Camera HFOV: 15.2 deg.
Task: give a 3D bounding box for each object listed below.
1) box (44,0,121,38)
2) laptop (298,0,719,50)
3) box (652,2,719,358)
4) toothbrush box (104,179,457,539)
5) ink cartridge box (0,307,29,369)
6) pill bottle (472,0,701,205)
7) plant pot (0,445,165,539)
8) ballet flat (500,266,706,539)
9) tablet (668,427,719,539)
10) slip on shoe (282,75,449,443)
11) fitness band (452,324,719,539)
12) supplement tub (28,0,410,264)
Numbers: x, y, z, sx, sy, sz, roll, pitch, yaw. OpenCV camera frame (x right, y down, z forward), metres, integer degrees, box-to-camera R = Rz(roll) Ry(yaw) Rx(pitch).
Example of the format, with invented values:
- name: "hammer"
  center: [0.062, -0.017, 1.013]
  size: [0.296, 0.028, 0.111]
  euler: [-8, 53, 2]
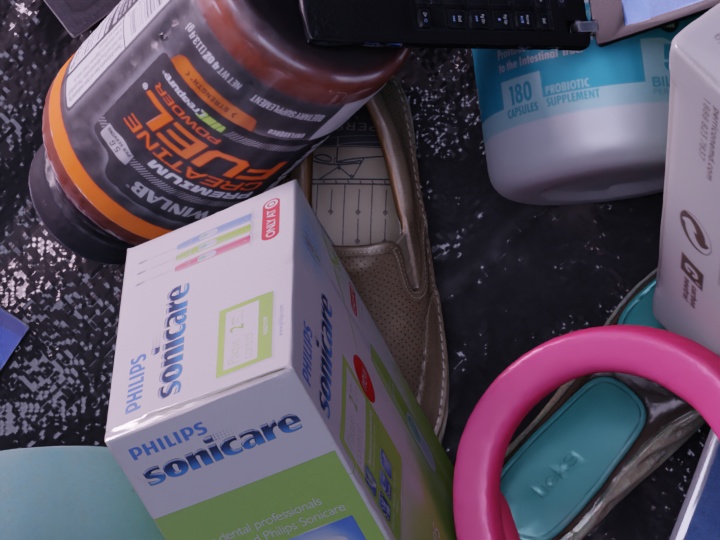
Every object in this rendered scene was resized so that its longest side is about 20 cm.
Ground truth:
- name: "box"
  center: [-0.128, -0.230, 1.222]
  size: [0.158, 0.048, 0.200]
  euler: [-37, 113, 3]
- name: "laptop"
  center: [0.075, -0.188, 1.094]
  size: [0.200, 0.103, 0.177]
  euler: [0, 72, -21]
- name: "box"
  center: [0.241, -0.019, 1.060]
  size: [0.171, 0.199, 0.200]
  euler: [-34, 61, -17]
- name: "toothbrush box"
  center: [-0.021, 0.089, 1.118]
  size: [0.086, 0.146, 0.200]
  euler: [-23, 118, 13]
- name: "ink cartridge box"
  center: [-0.249, 0.082, 1.252]
  size: [0.099, 0.039, 0.200]
  euler: [31, 87, 11]
- name: "pill bottle"
  center: [0.100, -0.135, 1.199]
  size: [0.111, 0.111, 0.200]
  euler: [-8, 82, 6]
- name: "plant pot"
  center: [-0.130, 0.167, 1.153]
  size: [0.200, 0.201, 0.161]
  euler: [-7, 71, 6]
- name: "ballet flat"
  center: [0.124, 0.053, 1.198]
  size: [0.200, 0.062, 0.067]
  euler: [-41, 76, -6]
- name: "tablet"
  center: [0.181, 0.161, 1.176]
  size: [0.130, 0.014, 0.200]
  euler: [23, 86, -17]
- name: "slip on shoe"
  center: [0.000, 0.000, 1.219]
  size: [0.076, 0.061, 0.200]
  euler: [-2, 82, 7]
- name: "fitness band"
  center: [0.117, 0.121, 1.112]
  size: [0.144, 0.037, 0.200]
  euler: [-23, 84, 22]
- name: "supplement tub"
  center: [-0.069, -0.077, 1.174]
  size: [0.107, 0.200, 0.107]
  euler: [18, 54, -26]
